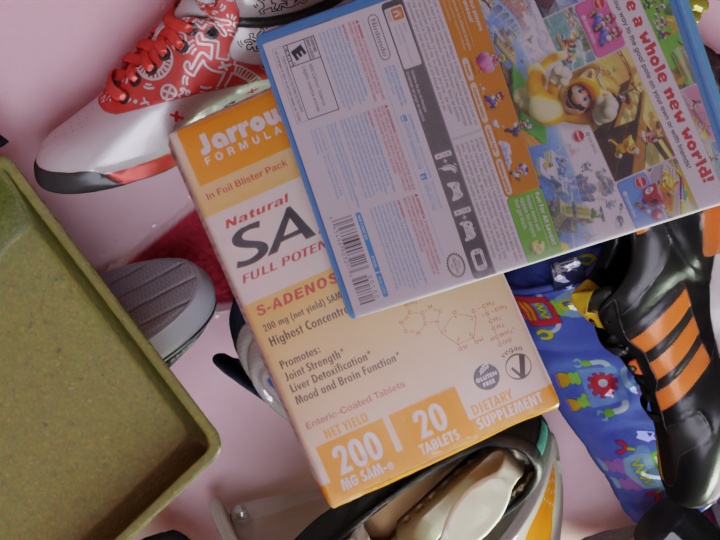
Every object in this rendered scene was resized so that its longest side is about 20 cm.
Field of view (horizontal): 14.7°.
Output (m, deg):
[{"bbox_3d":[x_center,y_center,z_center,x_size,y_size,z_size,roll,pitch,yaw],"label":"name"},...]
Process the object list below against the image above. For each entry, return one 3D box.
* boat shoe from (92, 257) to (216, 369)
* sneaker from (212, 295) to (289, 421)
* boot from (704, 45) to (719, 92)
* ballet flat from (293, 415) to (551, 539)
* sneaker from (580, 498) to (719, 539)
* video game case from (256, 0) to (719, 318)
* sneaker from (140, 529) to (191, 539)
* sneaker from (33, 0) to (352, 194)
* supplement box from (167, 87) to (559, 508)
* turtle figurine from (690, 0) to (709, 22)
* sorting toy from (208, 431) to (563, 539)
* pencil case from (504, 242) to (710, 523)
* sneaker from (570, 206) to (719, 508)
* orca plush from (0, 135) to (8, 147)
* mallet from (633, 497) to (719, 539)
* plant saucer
[{"bbox_3d":[-0.149,0.063,1.517,0.200,0.072,0.071,-31,128,22],"label":"boat shoe"},{"bbox_3d":[0.015,0.066,1.490,0.200,0.146,0.081,32,110,-23],"label":"sneaker"},{"bbox_3d":[0.200,-0.091,1.475,0.200,0.069,0.174,-43,117,18],"label":"boot"},{"bbox_3d":[0.018,0.142,1.460,0.200,0.068,0.068,-44,110,9],"label":"ballet flat"},{"bbox_3d":[0.209,0.153,1.606,0.200,0.081,0.088,-10,130,-12],"label":"sneaker"},{"bbox_3d":[0.064,-0.073,1.295,0.200,0.018,0.143,-18,93,19],"label":"video game case"},{"bbox_3d":[-0.129,0.214,1.603,0.066,0.091,0.200,-19,156,-41],"label":"sneaker"},{"bbox_3d":[-0.087,-0.120,1.417,0.201,0.067,0.108,-21,119,-1],"label":"sneaker"},{"bbox_3d":[0.000,0.000,1.375,0.126,0.074,0.200,-24,91,-3],"label":"supplement box"},{"bbox_3d":[0.123,-0.181,1.360,0.064,0.200,0.161,-37,143,0],"label":"turtle figurine"},{"bbox_3d":[0.032,0.197,1.603,0.200,0.107,0.180,-12,142,6],"label":"sorting toy"},{"bbox_3d":[0.145,0.051,1.540,0.087,0.078,0.200,-15,124,26],"label":"pencil case"},{"bbox_3d":[0.151,0.030,1.459,0.090,0.070,0.200,-5,108,-14],"label":"sneaker"},{"bbox_3d":[-0.280,-0.027,1.438,0.071,0.105,0.200,48,115,6],"label":"orca plush"},{"bbox_3d":[0.117,0.195,1.556,0.200,0.041,0.066,-30,112,12],"label":"mallet"},{"bbox_3d":[-0.183,0.076,1.455,0.200,0.048,0.200,-44,74,19],"label":"plant saucer"}]
